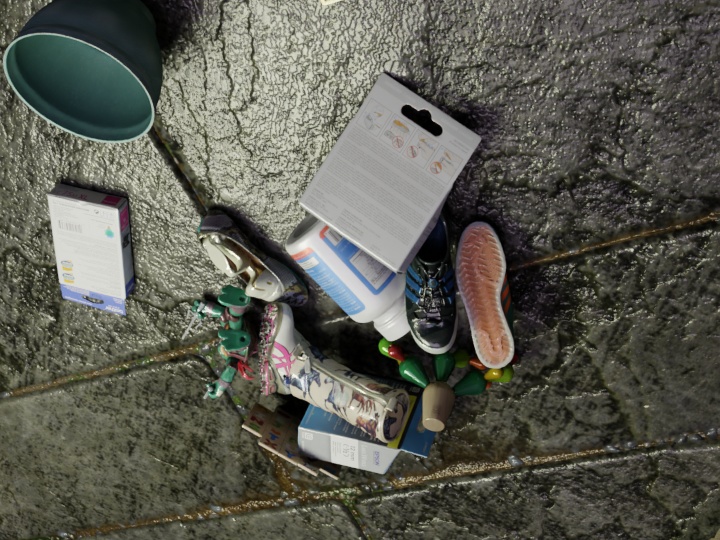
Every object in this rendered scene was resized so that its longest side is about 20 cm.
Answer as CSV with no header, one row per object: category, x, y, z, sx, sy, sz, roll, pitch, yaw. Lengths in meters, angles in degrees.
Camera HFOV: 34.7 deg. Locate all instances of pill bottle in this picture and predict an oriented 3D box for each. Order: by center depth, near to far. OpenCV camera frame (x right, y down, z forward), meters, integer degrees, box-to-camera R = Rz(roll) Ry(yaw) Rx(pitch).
pill bottle,0.000,0.000,1.591,0.112,0.113,0.200,-32,108,36

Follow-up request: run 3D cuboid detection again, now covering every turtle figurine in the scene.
turtle figurine,-0.205,0.105,1.759,0.200,0.100,0.151,124,128,-62

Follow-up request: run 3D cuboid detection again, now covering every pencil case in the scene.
pencil case,-0.017,0.176,1.665,0.199,0.078,0.090,22,160,35

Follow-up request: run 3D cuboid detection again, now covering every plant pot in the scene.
plant pot,-0.338,-0.281,1.484,0.198,0.135,0.201,13,149,8

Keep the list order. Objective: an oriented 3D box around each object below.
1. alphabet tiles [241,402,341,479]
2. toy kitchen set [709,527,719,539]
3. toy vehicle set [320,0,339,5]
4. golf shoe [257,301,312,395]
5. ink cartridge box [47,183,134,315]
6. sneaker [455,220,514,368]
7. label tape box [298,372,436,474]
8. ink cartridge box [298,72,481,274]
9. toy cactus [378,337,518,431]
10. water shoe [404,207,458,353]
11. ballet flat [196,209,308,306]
alphabet tiles,-0.101,0.262,1.785,0.165,0.200,0.006,29,98,-1
toy kitchen set,0.567,0.432,1.716,0.162,0.181,0.200,35,169,-3
toy vehicle set,-0.028,-0.421,1.347,0.123,0.027,0.201,-11,120,28
golf shoe,-0.109,0.114,1.746,0.091,0.073,0.201,-3,142,-8
ink cartridge box,-0.412,-0.031,1.777,0.118,0.042,0.202,13,126,12
sneaker,0.170,0.028,1.577,0.070,0.080,0.203,-7,102,7
label tape box,0.022,0.230,1.731,0.197,0.144,0.067,12,128,13
ink cartridge box,0.040,-0.123,1.479,0.162,0.057,0.201,34,91,11
toy cactus,0.121,0.144,1.616,0.198,0.166,0.103,19,141,-6
water shoe,0.088,0.008,1.521,0.070,0.079,0.203,-5,84,7
ballet flat,-0.164,-0.001,1.684,0.200,0.072,0.072,42,129,-12
